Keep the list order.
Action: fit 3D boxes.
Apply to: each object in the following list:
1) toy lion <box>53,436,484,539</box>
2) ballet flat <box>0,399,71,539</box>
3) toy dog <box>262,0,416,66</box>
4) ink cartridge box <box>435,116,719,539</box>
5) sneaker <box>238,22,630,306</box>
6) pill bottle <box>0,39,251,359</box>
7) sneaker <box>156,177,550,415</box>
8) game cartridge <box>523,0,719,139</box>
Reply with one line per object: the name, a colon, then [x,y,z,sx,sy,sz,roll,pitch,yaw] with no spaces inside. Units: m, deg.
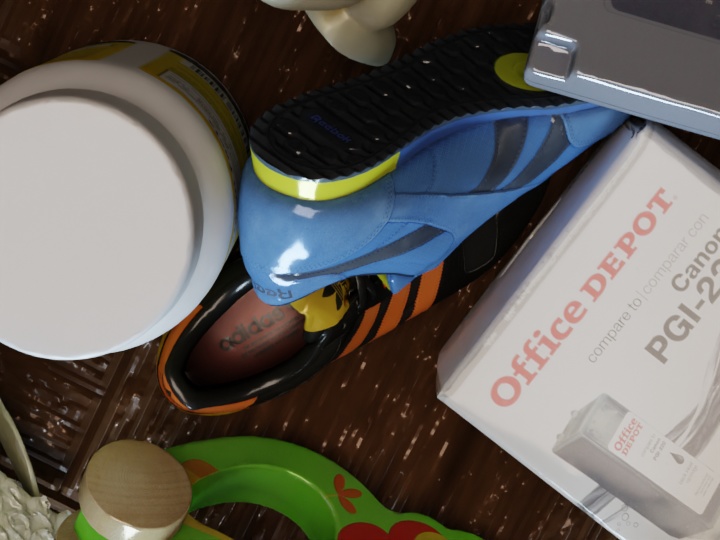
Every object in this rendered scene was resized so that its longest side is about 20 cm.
toy lion: [-0.007,0.151,0.986,0.201,0.191,0.069,56,138,28]
ballet flat: [-0.196,0.059,1.024,0.072,0.072,0.201,-35,93,7]
toy dog: [0.022,-0.198,0.910,0.200,0.194,0.140,-41,83,14]
ink cartridge box: [0.150,0.049,0.990,0.200,0.085,0.146,38,98,-1]
sneaker: [0.033,-0.042,0.947,0.199,0.066,0.079,-22,133,-32]
pill bottle: [-0.103,-0.030,0.930,0.113,0.200,0.115,0,99,2]
sneaker: [0.000,0.000,0.986,0.199,0.090,0.070,-35,96,7]
game cartridge: [0.151,-0.148,0.946,0.132,0.041,0.201,15,72,4]
